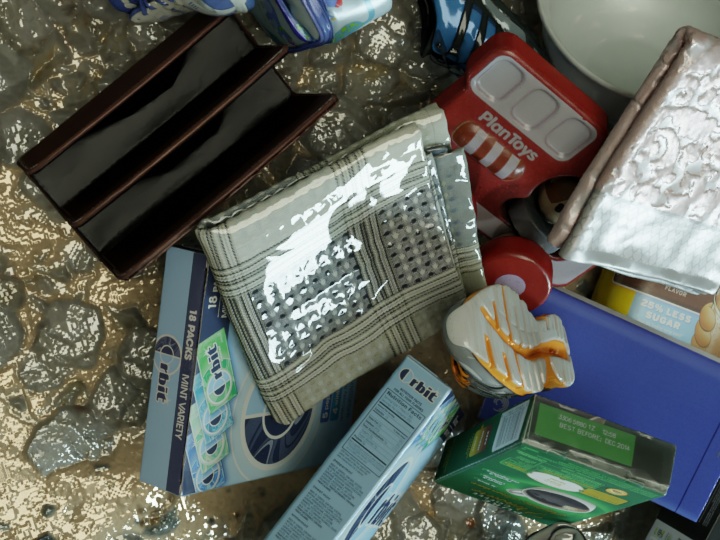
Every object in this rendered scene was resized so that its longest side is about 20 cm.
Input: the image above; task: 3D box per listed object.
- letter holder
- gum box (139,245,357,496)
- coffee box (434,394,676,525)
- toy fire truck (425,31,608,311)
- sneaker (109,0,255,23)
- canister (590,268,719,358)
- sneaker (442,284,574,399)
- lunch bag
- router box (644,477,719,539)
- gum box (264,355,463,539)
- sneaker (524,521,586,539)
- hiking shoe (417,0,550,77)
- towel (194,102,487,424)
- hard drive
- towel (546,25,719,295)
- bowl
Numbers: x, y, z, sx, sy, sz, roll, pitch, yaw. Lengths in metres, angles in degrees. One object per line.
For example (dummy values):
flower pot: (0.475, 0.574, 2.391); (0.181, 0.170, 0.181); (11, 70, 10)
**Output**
letter holder: (-0.131, -0.098, 0.943); (0.200, 0.142, 0.101); (-41, 109, -9)
gum box: (-0.072, 0.068, 0.987); (0.200, 0.044, 0.171); (-2, 103, -56)
coffee box: (0.147, 0.154, 1.044); (0.122, 0.200, 0.044); (20, 68, -8)
toy fire truck: (0.126, -0.072, 1.011); (0.200, 0.112, 0.168); (36, 130, -20)
sneaker: (-0.129, -0.196, 0.900); (0.088, 0.200, 0.076); (-26, 104, -5)
canister: (0.287, -0.015, 1.133); (0.148, 0.087, 0.201); (19, 94, -18)
sneaker: (0.100, 0.064, 0.991); (0.077, 0.200, 0.079); (-13, 72, 23)
lunch bag: (-0.061, -0.256, 0.934); (0.082, 0.161, 0.201); (-31, 108, -12)
router box: (0.329, 0.210, 1.164); (0.157, 0.052, 0.201); (27, 91, -50)
gum box: (-0.001, 0.168, 1.015); (0.044, 0.170, 0.200); (37, 85, 14)
sneaker: (0.193, 0.290, 1.124); (0.201, 0.077, 0.147); (11, 126, -20)
hiking shoe: (0.090, -0.178, 1.054); (0.086, 0.074, 0.201); (-29, 97, -5)
towel: (0.000, 0.000, 0.931); (0.199, 0.035, 0.193); (-29, 129, -15)
hard drive: (0.212, 0.106, 1.087); (0.199, 0.025, 0.132); (25, 110, 11)
towel: (0.255, -0.073, 0.989); (0.199, 0.032, 0.192); (12, 118, -40)
bowl: (0.231, -0.179, 1.064); (0.200, 0.202, 0.091); (-15, 148, -17)
